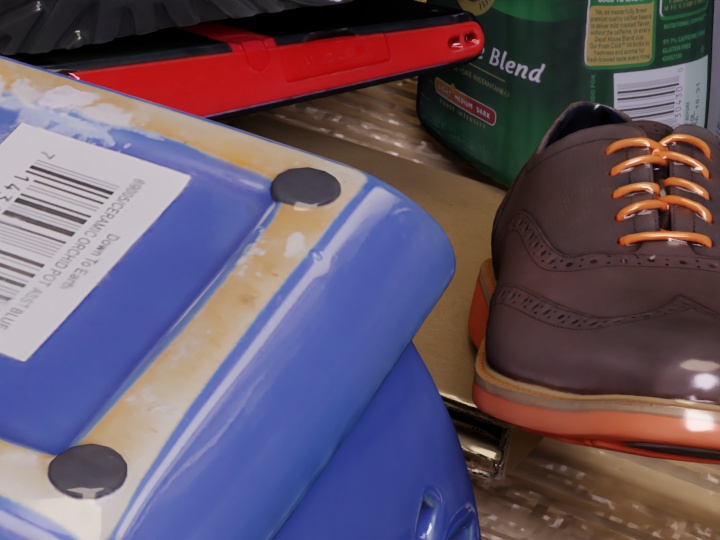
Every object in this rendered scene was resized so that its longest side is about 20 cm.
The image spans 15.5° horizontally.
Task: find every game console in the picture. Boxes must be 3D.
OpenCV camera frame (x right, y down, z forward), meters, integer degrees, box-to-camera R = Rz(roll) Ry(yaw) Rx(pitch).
[{"bbox_3d":[-0.079,-0.073,0.882,0.176,0.031,0.200,-10,16,-26],"label":"game console"}]

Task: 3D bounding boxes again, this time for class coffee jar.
[{"bbox_3d":[0.073,-0.132,0.877,0.085,0.201,0.104,-8,25,-27],"label":"coffee jar"}]

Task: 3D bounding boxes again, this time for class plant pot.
[{"bbox_3d":[-0.088,0.063,0.638,0.199,0.180,0.200,18,39,18],"label":"plant pot"}]

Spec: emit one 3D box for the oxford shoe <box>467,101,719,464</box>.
[{"bbox_3d":[0.064,-0.001,0.660,0.071,0.073,0.200,8,10,-10],"label":"oxford shoe"}]

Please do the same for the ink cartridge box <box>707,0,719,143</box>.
[{"bbox_3d":[0.143,-0.103,0.928,0.068,0.115,0.200,-8,39,-17],"label":"ink cartridge box"}]

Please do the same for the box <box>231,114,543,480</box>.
[{"bbox_3d":[0.000,0.000,0.803,0.163,0.021,0.200,18,20,17],"label":"box"}]

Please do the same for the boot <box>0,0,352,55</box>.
[{"bbox_3d":[-0.076,-0.121,0.850,0.210,0.080,0.158,0,16,-8],"label":"boot"}]
